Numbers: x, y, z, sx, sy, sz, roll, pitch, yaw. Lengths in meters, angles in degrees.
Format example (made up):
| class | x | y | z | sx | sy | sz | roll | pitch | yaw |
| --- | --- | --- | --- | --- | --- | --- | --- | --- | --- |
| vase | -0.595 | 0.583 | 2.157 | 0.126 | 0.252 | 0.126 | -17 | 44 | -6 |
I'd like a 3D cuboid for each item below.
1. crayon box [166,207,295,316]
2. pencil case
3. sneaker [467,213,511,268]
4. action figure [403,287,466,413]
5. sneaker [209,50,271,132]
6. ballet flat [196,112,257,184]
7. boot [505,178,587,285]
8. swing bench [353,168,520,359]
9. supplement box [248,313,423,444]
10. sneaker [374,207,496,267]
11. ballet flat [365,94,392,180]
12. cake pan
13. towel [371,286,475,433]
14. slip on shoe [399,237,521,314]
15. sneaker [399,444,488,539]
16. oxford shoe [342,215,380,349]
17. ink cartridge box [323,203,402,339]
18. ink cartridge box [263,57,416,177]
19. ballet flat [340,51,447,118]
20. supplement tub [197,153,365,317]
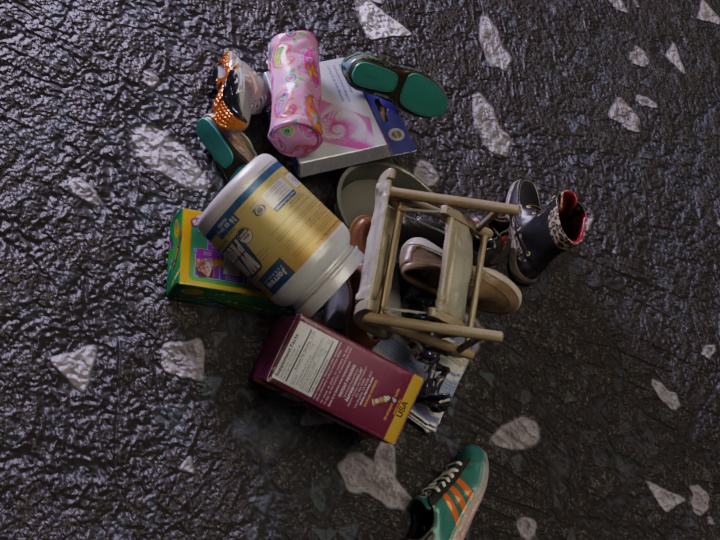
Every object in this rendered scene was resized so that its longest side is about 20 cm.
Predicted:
| class | x | y | z | sx | sy | sz | roll | pitch | yaw |
| --- | --- | --- | --- | --- | --- | --- | --- | --- | --- |
| crayon box | -0.173 | -0.009 | 1.443 | 0.199 | 0.058 | 0.119 | 10 | 62 | -24 |
| pencil case | -0.101 | -0.272 | 1.525 | 0.087 | 0.087 | 0.201 | 11 | 56 | -24 |
| sneaker | 0.215 | -0.052 | 1.624 | 0.200 | 0.082 | 0.077 | 7 | 67 | -60 |
| action figure | 0.114 | 0.104 | 1.484 | 0.102 | 0.119 | 0.201 | -6 | 64 | 14 |
| sneaker | -0.171 | -0.265 | 1.528 | 0.092 | 0.076 | 0.200 | 24 | 30 | -26 |
| ballet flat | -0.173 | -0.156 | 1.514 | 0.067 | 0.068 | 0.200 | -18 | 76 | -50 |
| boot | 0.311 | -0.091 | 1.691 | 0.073 | 0.151 | 0.201 | 18 | 59 | -20 |
| swing bench | 0.094 | -0.005 | 1.367 | 0.199 | 0.130 | 0.200 | 14 | 71 | -9 |
| supplement box | -0.035 | 0.149 | 1.381 | 0.200 | 0.131 | 0.103 | 29 | 79 | -12 |
| sneaker | 0.116 | -0.063 | 1.504 | 0.200 | 0.091 | 0.076 | 28 | 46 | -10 |
| ballet flat | 0.012 | -0.243 | 1.652 | 0.063 | 0.069 | 0.201 | 6 | 63 | -30 |
| cake pan | 0.046 | -0.082 | 1.562 | 0.200 | 0.037 | 0.201 | 17 | 51 | -21 |
| towel | 0.092 | 0.134 | 1.540 | 0.147 | 0.024 | 0.200 | 36 | 53 | -6 |
| slip on shoe | 0.146 | 0.021 | 1.478 | 0.200 | 0.076 | 0.061 | 29 | 39 | -14 |
| sneaker | 0.119 | 0.325 | 1.430 | 0.080 | 0.071 | 0.200 | 36 | 56 | -14 |
| oxford shoe | 0.017 | 0.013 | 1.435 | 0.071 | 0.071 | 0.201 | 4 | 76 | -22 |
| ink cartridge box | 0.000 | 0.000 | 1.535 | 0.109 | 0.050 | 0.201 | 14 | 51 | -23 |
| ink cartridge box | -0.033 | -0.252 | 1.593 | 0.199 | 0.043 | 0.197 | -15 | 59 | -14 |
| ballet flat | 0.053 | -0.303 | 1.610 | 0.200 | 0.074 | 0.074 | 19 | 58 | -35 |
| supplement tub | -0.106 | -0.044 | 1.370 | 0.200 | 0.145 | 0.145 | 43 | 54 | -3 |
